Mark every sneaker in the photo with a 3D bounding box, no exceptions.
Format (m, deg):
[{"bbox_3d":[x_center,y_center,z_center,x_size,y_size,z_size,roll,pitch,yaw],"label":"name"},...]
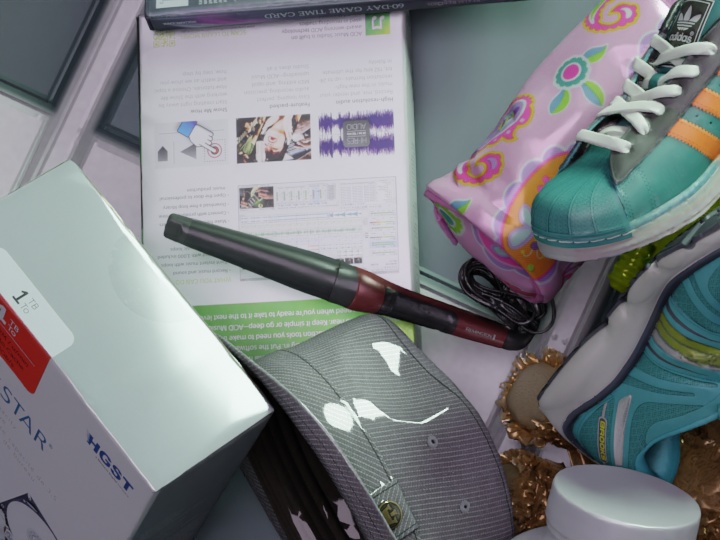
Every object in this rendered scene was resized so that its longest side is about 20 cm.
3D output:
[{"bbox_3d":[0.148,-0.082,1.120,0.200,0.071,0.080,-36,118,-20],"label":"sneaker"},{"bbox_3d":[0.160,0.027,1.128,0.080,0.077,0.200,46,135,13],"label":"sneaker"}]

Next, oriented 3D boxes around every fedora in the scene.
[{"bbox_3d":[0.007,0.093,1.191,0.090,0.177,0.201,-31,88,-17],"label":"fedora"}]

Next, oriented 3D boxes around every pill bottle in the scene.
[{"bbox_3d":[0.102,0.195,1.149,0.110,0.111,0.201,15,107,11],"label":"pill bottle"}]

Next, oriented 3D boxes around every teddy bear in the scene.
[{"bbox_3d":[0.153,0.106,1.217,0.198,0.067,0.146,-3,75,15],"label":"teddy bear"}]

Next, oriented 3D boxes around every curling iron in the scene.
[{"bbox_3d":[0.000,0.000,1.231,0.198,0.026,0.050,11,72,-2],"label":"curling iron"}]

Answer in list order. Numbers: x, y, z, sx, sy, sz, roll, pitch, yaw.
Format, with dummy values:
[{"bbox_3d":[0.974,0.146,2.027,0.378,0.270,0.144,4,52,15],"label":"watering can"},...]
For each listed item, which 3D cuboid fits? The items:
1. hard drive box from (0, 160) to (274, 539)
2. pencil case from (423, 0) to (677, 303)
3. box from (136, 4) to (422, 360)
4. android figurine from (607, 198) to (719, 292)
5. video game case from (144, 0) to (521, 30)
[{"bbox_3d":[-0.140,0.068,1.189,0.077,0.200,0.156,-32,75,-32],"label":"hard drive box"},{"bbox_3d":[0.121,-0.080,1.193,0.087,0.087,0.200,40,85,12],"label":"pencil case"},{"bbox_3d":[-0.042,-0.036,1.277,0.143,0.036,0.202,-3,80,8],"label":"box"},{"bbox_3d":[0.198,-0.064,1.242,0.181,0.041,0.201,33,86,12],"label":"android figurine"},{"bbox_3d":[-0.012,-0.198,1.287,0.198,0.019,0.144,-3,66,7],"label":"video game case"}]
